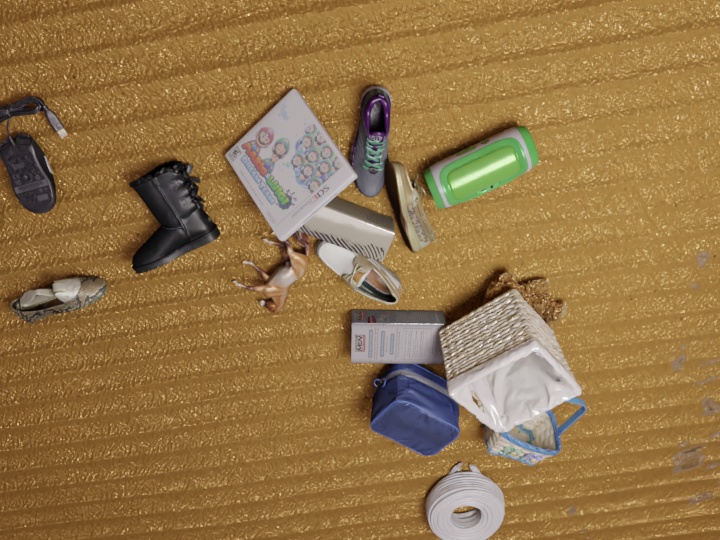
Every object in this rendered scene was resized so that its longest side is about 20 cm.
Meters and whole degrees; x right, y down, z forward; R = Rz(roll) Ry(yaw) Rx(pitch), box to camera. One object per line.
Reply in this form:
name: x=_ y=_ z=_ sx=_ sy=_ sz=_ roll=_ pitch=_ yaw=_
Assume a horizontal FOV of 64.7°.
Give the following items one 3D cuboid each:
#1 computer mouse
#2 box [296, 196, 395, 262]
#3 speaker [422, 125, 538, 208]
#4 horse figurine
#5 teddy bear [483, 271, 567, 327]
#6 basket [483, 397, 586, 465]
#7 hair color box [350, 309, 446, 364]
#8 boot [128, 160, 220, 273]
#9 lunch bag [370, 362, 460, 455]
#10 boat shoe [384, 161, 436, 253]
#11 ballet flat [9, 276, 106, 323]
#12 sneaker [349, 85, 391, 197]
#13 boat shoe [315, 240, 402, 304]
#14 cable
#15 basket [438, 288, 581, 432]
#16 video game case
computer mouse: x=-0.589 y=-0.215 z=1.042 sx=0.139 sy=0.046 sz=0.202 roll=-20 pitch=109 yaw=3
box: x=-0.036 y=-0.091 z=1.084 sx=0.198 sy=0.082 sz=0.069 roll=20 pitch=114 yaw=-8
speaker: x=0.218 y=-0.187 z=1.040 sx=0.198 sy=0.089 sz=0.089 roll=-24 pitch=113 yaw=10
horse figurine: x=-0.161 y=-0.005 z=1.134 sx=0.132 sy=0.050 sz=0.200 roll=34 pitch=104 yaw=-29
teddy bear: x=0.338 y=0.072 z=1.182 sx=0.197 sy=0.067 sz=0.146 roll=10 pitch=124 yaw=-13
basket: x=0.374 y=0.332 z=1.252 sx=0.174 sy=0.140 sz=0.202 roll=17 pitch=123 yaw=-8
hair color box: x=0.077 y=0.140 z=1.203 sx=0.197 sy=0.061 sz=0.100 roll=1 pitch=115 yaw=-2
boot: x=-0.379 y=-0.103 z=1.077 sx=0.196 sy=0.074 sz=0.164 roll=-25 pitch=115 yaw=2
lunch bag: x=0.113 y=0.288 z=1.236 sx=0.199 sy=0.133 sz=0.136 roll=31 pitch=127 yaw=-15
boat shoe: x=0.095 y=-0.125 z=1.072 sx=0.062 sy=0.074 sz=0.201 roll=-24 pitch=133 yaw=-5
ballet flat: x=-0.614 y=0.053 z=1.142 sx=0.197 sy=0.069 sz=0.075 roll=-18 pitch=151 yaw=10
sneaker: x=0.018 y=-0.222 z=1.019 sx=0.073 sy=0.088 sz=0.203 roll=1 pitch=115 yaw=-2
boat shoe: x=0.000 y=0.000 z=1.132 sx=0.198 sy=0.069 sz=0.075 roll=29 pitch=111 yaw=-13
cable: x=0.261 y=0.591 z=1.409 sx=0.199 sy=0.069 sz=0.200 roll=37 pitch=109 yaw=-16
basket: x=0.284 y=0.180 z=1.114 sx=0.199 sy=0.162 sz=0.198 roll=-34 pitch=126 yaw=22
video game case: x=-0.128 y=-0.188 z=1.014 sx=0.181 sy=0.024 sz=0.201 roll=-38 pitch=77 yaw=16
